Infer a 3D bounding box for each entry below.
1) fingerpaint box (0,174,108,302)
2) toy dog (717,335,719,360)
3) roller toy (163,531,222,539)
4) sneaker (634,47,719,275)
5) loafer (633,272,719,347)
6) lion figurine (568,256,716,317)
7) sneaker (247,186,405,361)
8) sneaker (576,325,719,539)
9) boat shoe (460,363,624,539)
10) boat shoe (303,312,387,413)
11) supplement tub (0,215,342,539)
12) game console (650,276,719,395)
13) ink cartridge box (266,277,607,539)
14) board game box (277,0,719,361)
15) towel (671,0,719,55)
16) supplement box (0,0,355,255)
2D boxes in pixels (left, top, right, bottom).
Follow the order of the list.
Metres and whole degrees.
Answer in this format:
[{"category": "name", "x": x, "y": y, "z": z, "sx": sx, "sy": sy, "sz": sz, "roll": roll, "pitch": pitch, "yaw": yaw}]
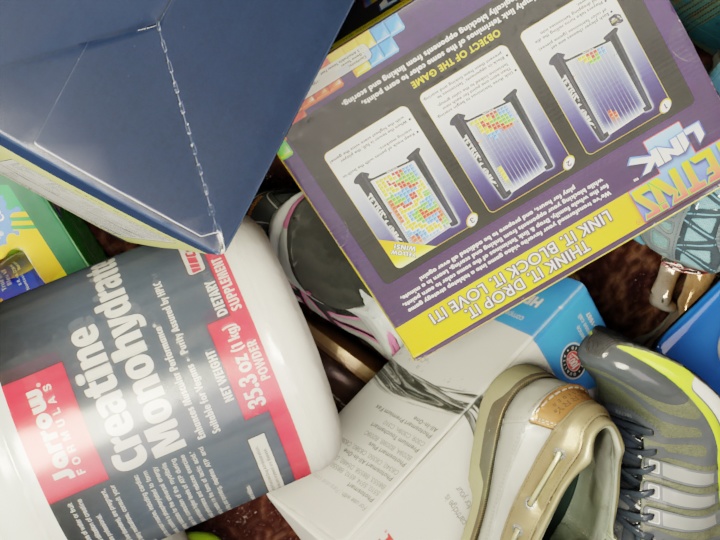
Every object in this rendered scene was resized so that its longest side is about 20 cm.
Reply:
[{"category": "fingerpaint box", "x": -0.215, "y": 0.038, "z": 0.800, "sx": 0.166, "sy": 0.073, "sz": 0.201, "roll": -28, "pitch": 117, "yaw": 0}, {"category": "toy dog", "x": 0.265, "y": 0.065, "z": 0.797, "sx": 0.131, "sy": 0.096, "sz": 0.201, "roll": 8, "pitch": 108, "yaw": 5}, {"category": "roller toy", "x": -0.172, "y": 0.221, "z": 0.820, "sx": 0.199, "sy": 0.140, "sz": 0.182, "roll": -31, "pitch": 154, "yaw": 6}, {"category": "sneaker", "x": 0.225, "y": -0.081, "z": 0.775, "sx": 0.095, "sy": 0.079, "sz": 0.200, "roll": 41, "pitch": 119, "yaw": 8}, {"category": "loafer", "x": 0.228, "y": 0.043, "z": 0.917, "sx": 0.072, "sy": 0.063, "sz": 0.200, "roll": 38, "pitch": 101, "yaw": -26}, {"category": "lion figurine", "x": 0.170, "y": -0.043, "z": 0.861, "sx": 0.199, "sy": 0.072, "sz": 0.123, "roll": 16, "pitch": 99, "yaw": -15}, {"category": "sneaker", "x": 0.000, "y": 0.000, "z": 0.841, "sx": 0.081, "sy": 0.086, "sz": 0.200, "roll": -57, "pitch": 136, "yaw": -11}, {"category": "sneaker", "x": 0.164, "y": 0.112, "z": 0.797, "sx": 0.081, "sy": 0.074, "sz": 0.200, "roll": -43, "pitch": 125, "yaw": -16}, {"category": "boat shoe", "x": 0.095, "y": 0.153, "z": 0.757, "sx": 0.074, "sy": 0.068, "sz": 0.201, "roll": -17, "pitch": 117, "yaw": -35}, {"category": "boat shoe", "x": 0.022, "y": 0.101, "z": 0.888, "sx": 0.200, "sy": 0.070, "sz": 0.070, "roll": 37, "pitch": 96, "yaw": -26}, {"category": "supplement tub", "x": -0.121, "y": 0.067, "z": 0.718, "sx": 0.199, "sy": 0.140, "sz": 0.141, "roll": -23, "pitch": 117, "yaw": -7}, {"category": "game console", "x": 0.272, "y": 0.029, "z": 0.891, "sx": 0.200, "sy": 0.171, "sz": 0.118, "roll": -43, "pitch": 85, "yaw": 1}, {"category": "ink cartridge box", "x": 0.064, "y": 0.113, "z": 0.820, "sx": 0.200, "sy": 0.084, "sz": 0.146, "roll": -44, "pitch": 127, "yaw": -17}, {"category": "board game box", "x": 0.068, "y": -0.075, "z": 0.711, "sx": 0.199, "sy": 0.057, "sz": 0.166, "roll": -30, "pitch": 114, "yaw": 9}, {"category": "towel", "x": 0.228, "y": -0.184, "z": 0.760, "sx": 0.146, "sy": 0.022, "sz": 0.200, "roll": 22, "pitch": 148, "yaw": -30}, {"category": "supplement box", "x": -0.099, "y": -0.126, "z": 0.647, "sx": 0.134, "sy": 0.200, "sz": 0.201, "roll": 30, "pitch": 82, "yaw": -20}]
